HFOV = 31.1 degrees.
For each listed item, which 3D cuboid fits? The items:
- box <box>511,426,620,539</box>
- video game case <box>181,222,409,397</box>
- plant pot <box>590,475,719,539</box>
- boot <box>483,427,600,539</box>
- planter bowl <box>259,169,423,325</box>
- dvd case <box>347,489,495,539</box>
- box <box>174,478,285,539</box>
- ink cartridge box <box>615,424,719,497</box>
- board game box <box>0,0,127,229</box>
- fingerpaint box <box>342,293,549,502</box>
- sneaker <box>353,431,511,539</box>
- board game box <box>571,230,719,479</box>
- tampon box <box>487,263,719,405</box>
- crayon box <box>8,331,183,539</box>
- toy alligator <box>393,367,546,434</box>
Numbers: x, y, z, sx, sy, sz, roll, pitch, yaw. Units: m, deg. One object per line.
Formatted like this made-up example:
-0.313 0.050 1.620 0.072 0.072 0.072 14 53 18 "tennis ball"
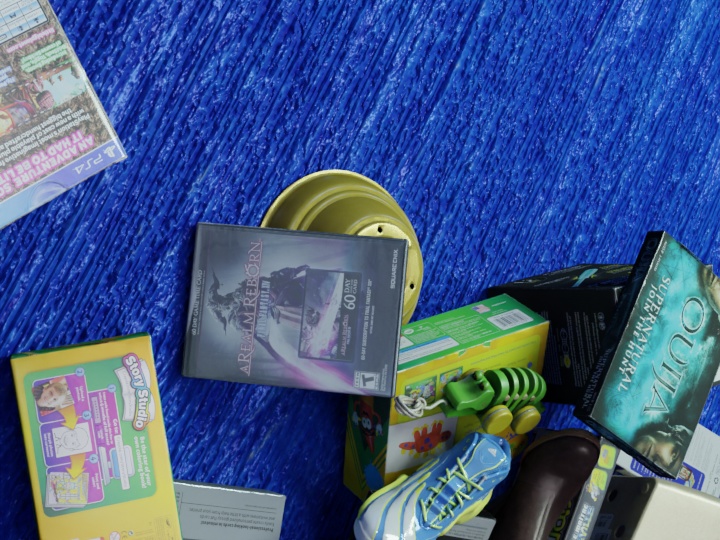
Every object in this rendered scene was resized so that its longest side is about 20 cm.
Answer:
0.197 0.269 1.379 0.035 0.110 0.201 32 73 -29 "box"
-0.060 0.035 1.186 0.198 0.019 0.144 5 86 7 "video game case"
0.322 0.328 1.425 0.177 0.199 0.201 37 70 -16 "plant pot"
0.173 0.268 1.290 0.072 0.200 0.167 28 38 -14 "boot"
0.000 0.000 1.263 0.199 0.083 0.203 0 90 -34 "planter bowl"
0.034 0.318 1.276 0.149 0.025 0.202 15 103 -32 "dvd case"
-0.157 0.295 1.180 0.155 0.041 0.202 14 83 -33 "box"
0.362 0.215 1.537 0.199 0.037 0.095 31 73 -33 "ink cartridge box"
-0.313 -0.140 1.042 0.159 0.097 0.201 -34 108 -29 "board game box"
0.084 0.131 1.293 0.199 0.073 0.168 -16 123 -33 "fingerpaint box"
0.073 0.196 1.186 0.076 0.105 0.199 44 31 16 "sneaker"
0.292 0.082 1.254 0.135 0.028 0.201 34 72 -28 "board game box"
0.257 0.066 1.367 0.149 0.199 0.128 -12 96 -32 "tampon box"
-0.223 0.160 1.097 0.118 0.058 0.202 -9 89 -17 "crayon box"
0.117 0.113 1.206 0.199 0.059 0.054 7 129 -43 "toy alligator"
